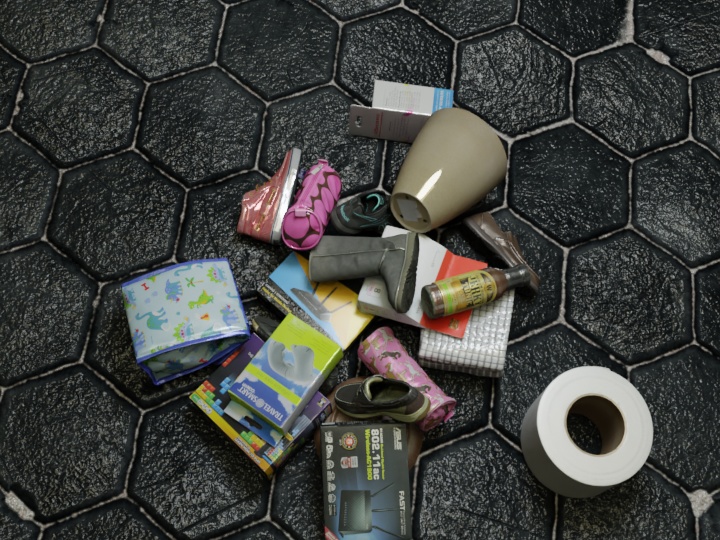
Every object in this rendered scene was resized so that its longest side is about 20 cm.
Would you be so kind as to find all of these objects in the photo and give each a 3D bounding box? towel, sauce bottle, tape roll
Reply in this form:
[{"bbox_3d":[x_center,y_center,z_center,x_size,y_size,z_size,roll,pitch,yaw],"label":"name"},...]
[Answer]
[{"bbox_3d":[0.195,0.090,1.698,0.163,0.086,0.203,8,63,9],"label":"towel"},{"bbox_3d":[0.206,0.030,1.631,0.197,0.065,0.066,-17,70,-15],"label":"sauce bottle"},{"bbox_3d":[0.389,0.283,1.603,0.199,0.140,0.206,1,69,-2],"label":"tape roll"}]

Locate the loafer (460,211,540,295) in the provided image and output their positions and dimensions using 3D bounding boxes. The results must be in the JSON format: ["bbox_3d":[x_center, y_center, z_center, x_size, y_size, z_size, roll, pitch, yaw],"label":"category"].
[{"bbox_3d":[0.278,-0.040,1.758,0.071,0.073,0.201,-36,75,-16],"label":"loafer"}]

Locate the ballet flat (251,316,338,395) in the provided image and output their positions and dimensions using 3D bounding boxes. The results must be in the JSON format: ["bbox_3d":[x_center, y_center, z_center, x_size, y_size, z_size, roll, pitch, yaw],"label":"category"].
[{"bbox_3d":[-0.125,0.152,1.674,0.199,0.057,0.066,38,29,16],"label":"ballet flat"}]

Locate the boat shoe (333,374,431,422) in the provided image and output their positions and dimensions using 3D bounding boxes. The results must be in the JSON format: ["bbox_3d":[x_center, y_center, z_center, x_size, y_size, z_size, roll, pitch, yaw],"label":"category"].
[{"bbox_3d":[0.029,0.208,1.561,0.199,0.066,0.072,1,43,43],"label":"boat shoe"}]

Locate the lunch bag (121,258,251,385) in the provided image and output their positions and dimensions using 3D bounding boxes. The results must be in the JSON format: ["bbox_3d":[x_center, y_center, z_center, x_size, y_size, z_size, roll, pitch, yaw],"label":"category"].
[{"bbox_3d":[-0.306,0.082,1.643,0.197,0.128,0.172,-22,61,-1],"label":"lunch bag"}]

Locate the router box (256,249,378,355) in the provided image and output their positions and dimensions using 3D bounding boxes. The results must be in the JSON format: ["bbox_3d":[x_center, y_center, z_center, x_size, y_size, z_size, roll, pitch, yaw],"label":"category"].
[{"bbox_3d":[-0.073,0.056,1.713,0.199,0.051,0.149,39,69,11],"label":"router box"}]

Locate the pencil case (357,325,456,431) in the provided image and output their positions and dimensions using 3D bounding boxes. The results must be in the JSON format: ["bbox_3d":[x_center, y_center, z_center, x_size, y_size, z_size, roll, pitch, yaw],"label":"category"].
[{"bbox_3d":[0.080,0.191,1.631,0.086,0.084,0.200,-25,57,-30],"label":"pencil case"}]

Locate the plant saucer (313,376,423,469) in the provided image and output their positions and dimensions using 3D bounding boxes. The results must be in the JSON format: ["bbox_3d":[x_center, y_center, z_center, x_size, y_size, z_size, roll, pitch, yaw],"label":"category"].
[{"bbox_3d":[0.015,0.282,1.640,0.197,0.037,0.204,1,68,-3],"label":"plant saucer"}]

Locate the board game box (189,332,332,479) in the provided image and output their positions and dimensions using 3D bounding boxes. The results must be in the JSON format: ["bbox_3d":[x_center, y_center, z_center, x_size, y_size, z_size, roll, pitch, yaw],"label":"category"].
[{"bbox_3d":[-0.174,0.235,1.620,0.199,0.057,0.165,38,72,22],"label":"board game box"}]

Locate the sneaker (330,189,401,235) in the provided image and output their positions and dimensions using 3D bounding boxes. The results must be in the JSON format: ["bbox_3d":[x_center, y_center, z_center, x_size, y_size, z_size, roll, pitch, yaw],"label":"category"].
[{"bbox_3d":[0.035,-0.111,1.732,0.198,0.079,0.076,-14,70,-47],"label":"sneaker"}]

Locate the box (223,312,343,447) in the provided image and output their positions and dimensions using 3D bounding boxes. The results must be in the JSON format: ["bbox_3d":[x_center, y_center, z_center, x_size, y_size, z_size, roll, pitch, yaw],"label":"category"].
[{"bbox_3d":[-0.134,0.185,1.586,0.121,0.048,0.201,30,67,18],"label":"box"}]

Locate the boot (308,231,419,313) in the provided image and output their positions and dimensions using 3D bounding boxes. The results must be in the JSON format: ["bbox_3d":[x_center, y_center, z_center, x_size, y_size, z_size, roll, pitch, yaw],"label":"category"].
[{"bbox_3d":[0.000,0.002,1.633,0.196,0.073,0.184,0,45,14],"label":"boot"}]

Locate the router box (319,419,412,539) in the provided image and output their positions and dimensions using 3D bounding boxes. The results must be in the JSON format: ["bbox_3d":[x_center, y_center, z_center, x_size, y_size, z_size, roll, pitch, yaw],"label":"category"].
[{"bbox_3d":[0.008,0.357,1.564,0.147,0.062,0.204,-3,86,-3],"label":"router box"}]

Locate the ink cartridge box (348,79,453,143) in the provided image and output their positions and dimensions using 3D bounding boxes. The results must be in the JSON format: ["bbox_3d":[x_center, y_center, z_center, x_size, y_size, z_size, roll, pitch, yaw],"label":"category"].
[{"bbox_3d":[0.079,-0.313,1.832,0.196,0.115,0.069,7,68,0],"label":"ink cartridge box"}]

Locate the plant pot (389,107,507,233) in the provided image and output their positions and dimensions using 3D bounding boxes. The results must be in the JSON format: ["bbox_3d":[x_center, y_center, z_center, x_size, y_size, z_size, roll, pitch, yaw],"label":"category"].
[{"bbox_3d":[0.144,-0.168,1.718,0.186,0.188,0.200,36,58,11],"label":"plant pot"}]

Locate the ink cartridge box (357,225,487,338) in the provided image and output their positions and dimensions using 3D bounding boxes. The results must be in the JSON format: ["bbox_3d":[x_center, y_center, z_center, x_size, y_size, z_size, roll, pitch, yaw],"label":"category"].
[{"bbox_3d":[0.112,0.018,1.671,0.197,0.057,0.164,13,64,20],"label":"ink cartridge box"}]

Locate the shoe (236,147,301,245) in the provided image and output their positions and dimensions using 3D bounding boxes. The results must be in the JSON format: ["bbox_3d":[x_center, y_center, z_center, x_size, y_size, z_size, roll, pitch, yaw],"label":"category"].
[{"bbox_3d":[-0.175,-0.152,1.780,0.089,0.072,0.203,13,72,-1],"label":"shoe"}]

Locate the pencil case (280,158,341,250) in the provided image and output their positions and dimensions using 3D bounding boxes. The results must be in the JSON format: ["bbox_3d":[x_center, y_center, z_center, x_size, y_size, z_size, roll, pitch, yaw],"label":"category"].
[{"bbox_3d":[-0.091,-0.124,1.715,0.089,0.095,0.201,14,34,1],"label":"pencil case"}]
